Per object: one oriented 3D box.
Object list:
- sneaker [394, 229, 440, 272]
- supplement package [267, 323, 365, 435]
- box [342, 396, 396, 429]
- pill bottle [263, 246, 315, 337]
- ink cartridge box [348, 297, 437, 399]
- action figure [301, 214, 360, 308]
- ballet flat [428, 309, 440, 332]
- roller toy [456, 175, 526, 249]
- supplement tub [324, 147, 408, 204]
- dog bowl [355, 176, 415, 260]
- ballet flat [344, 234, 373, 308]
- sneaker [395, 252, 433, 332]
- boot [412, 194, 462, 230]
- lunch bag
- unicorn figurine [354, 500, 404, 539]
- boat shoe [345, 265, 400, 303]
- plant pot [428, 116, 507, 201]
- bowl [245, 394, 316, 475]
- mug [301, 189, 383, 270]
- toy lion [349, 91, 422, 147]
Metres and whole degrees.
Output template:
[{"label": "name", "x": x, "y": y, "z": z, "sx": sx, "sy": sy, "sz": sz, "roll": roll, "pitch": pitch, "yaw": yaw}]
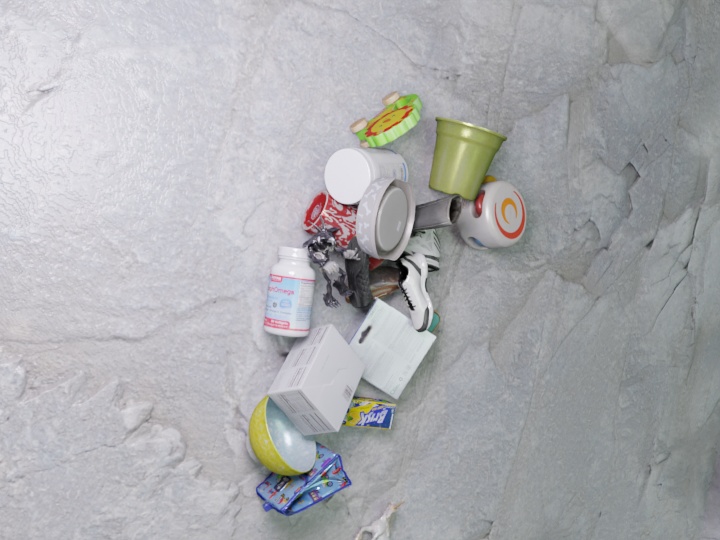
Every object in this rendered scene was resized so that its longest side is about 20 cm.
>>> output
[{"label": "sneaker", "x": 0.133, "y": -0.077, "z": 1.820, "sx": 0.199, "sy": 0.075, "sz": 0.116, "roll": 21, "pitch": 69, "yaw": -33}, {"label": "supplement package", "x": -0.099, "y": 0.258, "z": 1.614, "sx": 0.156, "sy": 0.110, "sz": 0.201, "roll": 54, "pitch": 41, "yaw": -26}, {"label": "box", "x": -0.007, "y": 0.362, "z": 1.760, "sx": 0.199, "sy": 0.064, "sz": 0.071, "roll": 14, "pitch": 87, "yaw": -34}, {"label": "pill bottle", "x": -0.162, "y": 0.048, "z": 1.595, "sx": 0.108, "sy": 0.108, "sz": 0.202, "roll": 6, "pitch": 91, "yaw": -34}, {"label": "ink cartridge box", "x": 0.067, "y": 0.200, "z": 1.772, "sx": 0.199, "sy": 0.043, "sz": 0.197, "roll": 34, "pitch": 89, "yaw": -13}, {"label": "action figure", "x": -0.061, "y": -0.023, "z": 1.557, "sx": 0.119, "sy": 0.101, "sz": 0.202, "roll": -34, "pitch": 123, "yaw": -38}, {"label": "ballet flat", "x": 0.143, "y": 0.190, "z": 1.841, "sx": 0.069, "sy": 0.063, "sz": 0.200, "roll": 42, "pitch": 87, "yaw": -9}, {"label": "roller toy", "x": 0.360, "y": -0.154, "z": 1.912, "sx": 0.182, "sy": 0.139, "sz": 0.202, "roll": -30, "pitch": 106, "yaw": -38}, {"label": "supplement tub", "x": 0.018, "y": -0.228, "z": 1.637, "sx": 0.199, "sy": 0.131, "sz": 0.133, "roll": -14, "pitch": 104, "yaw": -58}, {"label": "dog bowl", "x": 0.056, "y": -0.119, "z": 1.557, "sx": 0.200, "sy": 0.058, "sz": 0.202, "roll": -36, "pitch": 133, "yaw": -51}, {"label": "ballet flat", "x": 0.000, "y": 0.000, "z": 1.634, "sx": 0.057, "sy": 0.066, "sz": 0.202, "roll": -25, "pitch": 130, "yaw": -34}, {"label": "sneaker", "x": 0.130, "y": 0.059, "z": 1.733, "sx": 0.079, "sy": 0.073, "sz": 0.202, "roll": -6, "pitch": 85, "yaw": -35}, {"label": "boot", "x": 0.162, "y": -0.156, "z": 1.714, "sx": 0.072, "sy": 0.199, "sz": 0.183, "roll": 40, "pitch": 45, "yaw": -30}, {"label": "lunch bag", "x": -0.148, "y": 0.508, "z": 1.626, "sx": 0.199, "sy": 0.150, "sz": 0.095, "roll": -31, "pitch": 111, "yaw": -28}, {"label": "unicorn figurine", "x": 0.054, "y": 0.719, "z": 1.842, "sx": 0.137, "sy": 0.074, "sz": 0.202, "roll": -28, "pitch": 124, "yaw": -39}, {"label": "boat shoe", "x": 0.040, "y": 0.041, "z": 1.763, "sx": 0.199, "sy": 0.076, "sz": 0.072, "roll": -8, "pitch": 131, "yaw": -32}, {"label": "plant pot", "x": 0.268, "y": -0.290, "z": 1.819, "sx": 0.199, "sy": 0.200, "sz": 0.186, "roll": 11, "pitch": 100, "yaw": -34}, {"label": "bowl", "x": -0.201, "y": 0.392, "z": 1.592, "sx": 0.107, "sy": 0.201, "sz": 0.200, "roll": -29, "pitch": 118, "yaw": 18}, {"label": "mug", "x": -0.037, "y": -0.113, "z": 1.677, "sx": 0.199, "sy": 0.178, "sz": 0.134, "roll": 28, "pitch": 117, "yaw": -29}, {"label": "toy lion", "x": 0.079, "y": -0.367, "z": 1.666, "sx": 0.200, "sy": 0.191, "sz": 0.069, "roll": -44, "pitch": 117, "yaw": -23}]
